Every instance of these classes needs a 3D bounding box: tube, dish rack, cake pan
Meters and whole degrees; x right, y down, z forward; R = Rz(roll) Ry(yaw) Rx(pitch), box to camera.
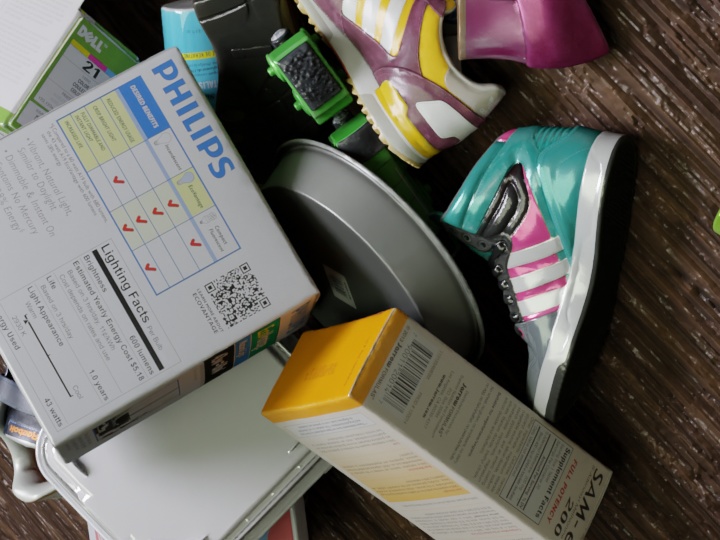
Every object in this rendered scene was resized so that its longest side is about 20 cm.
[{"bbox_3d":[-0.107,-0.097,1.384,0.077,0.050,0.201,-8,109,-3],"label":"tube"},{"bbox_3d":[-0.119,0.117,1.350,0.172,0.044,0.200,44,89,5],"label":"dish rack"},{"bbox_3d":[0.000,0.000,1.299,0.200,0.037,0.200,40,158,20],"label":"cake pan"}]

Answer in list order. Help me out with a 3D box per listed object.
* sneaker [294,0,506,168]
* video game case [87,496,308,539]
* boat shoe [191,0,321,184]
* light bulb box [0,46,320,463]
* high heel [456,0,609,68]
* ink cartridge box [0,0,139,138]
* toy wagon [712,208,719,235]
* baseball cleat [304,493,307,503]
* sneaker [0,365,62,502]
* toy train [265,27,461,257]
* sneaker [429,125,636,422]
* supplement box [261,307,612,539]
[{"bbox_3d":[0.019,-0.170,1.256,0.090,0.075,0.200,-34,78,14],"label":"sneaker"},{"bbox_3d":[-0.131,0.164,1.444,0.200,0.017,0.143,2,107,30],"label":"video game case"},{"bbox_3d":[-0.065,-0.153,1.319,0.075,0.074,0.200,-1,131,8],"label":"boat shoe"},{"bbox_3d":[-0.162,-0.008,1.272,0.199,0.200,0.125,60,170,6],"label":"light bulb box"},{"bbox_3d":[0.108,-0.226,1.178,0.096,0.067,0.201,0,96,1],"label":"high heel"},{"bbox_3d":[-0.224,-0.191,1.388,0.148,0.076,0.200,27,81,40],"label":"ink cartridge box"},{"bbox_3d":[0.288,-0.007,1.138,0.155,0.040,0.200,36,128,20],"label":"toy wagon"},{"bbox_3d":[-0.055,0.143,1.443,0.106,0.070,0.200,-5,115,24],"label":"baseball cleat"},{"bbox_3d":[-0.226,0.083,1.406,0.078,0.079,0.201,16,118,31],"label":"sneaker"},{"bbox_3d":[0.005,-0.079,1.271,0.042,0.056,0.200,-37,108,2],"label":"toy train"},{"bbox_3d":[0.102,-0.007,1.245,0.120,0.084,0.201,18,112,24],"label":"sneaker"},{"bbox_3d":[0.051,0.115,1.271,0.200,0.074,0.126,38,154,-20],"label":"supplement box"}]
